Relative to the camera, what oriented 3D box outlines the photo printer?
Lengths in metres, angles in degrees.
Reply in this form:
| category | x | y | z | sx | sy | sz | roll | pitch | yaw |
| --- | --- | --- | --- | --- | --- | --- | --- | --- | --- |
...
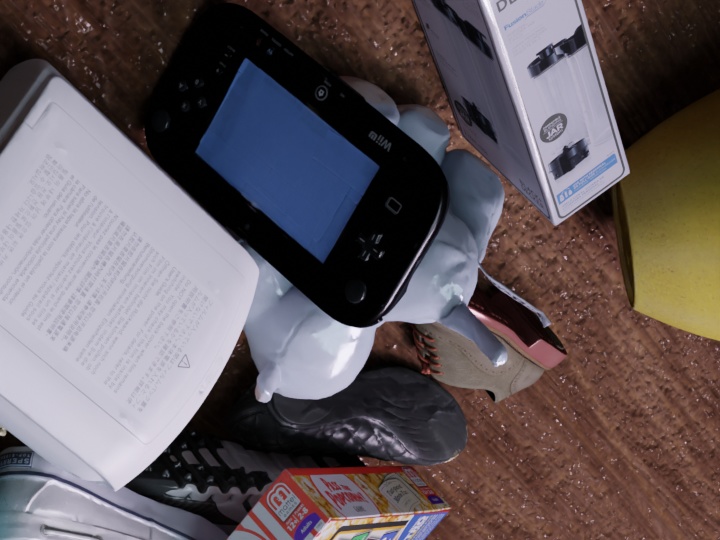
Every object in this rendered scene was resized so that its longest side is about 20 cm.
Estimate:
| category | x | y | z | sx | sy | sz | roll | pitch | yaw |
| --- | --- | --- | --- | --- | --- | --- | --- | --- | --- |
| photo printer | -0.154 | 0.011 | 1.036 | 0.200 | 0.069 | 0.167 | 43 | 70 | -32 |

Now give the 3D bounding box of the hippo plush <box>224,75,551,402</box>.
| category | x | y | z | sx | sy | sz | roll | pitch | yaw |
| --- | --- | --- | --- | --- | --- | --- | --- | --- | --- |
| hippo plush | 0.000 | 0.000 | 1.150 | 0.161 | 0.200 | 0.159 | -43 | 174 | 29 |

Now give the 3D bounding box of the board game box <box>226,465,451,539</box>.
| category | x | y | z | sx | sy | sz | roll | pitch | yaw |
| --- | --- | --- | --- | --- | --- | --- | --- | --- | --- |
| board game box | -0.037 | 0.198 | 1.242 | 0.152 | 0.046 | 0.200 | -50 | 159 | 12 |

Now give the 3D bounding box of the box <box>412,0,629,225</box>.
| category | x | y | z | sx | sy | sz | roll | pitch | yaw |
| --- | --- | --- | --- | --- | --- | --- | --- | --- | --- |
| box | 0.086 | -0.136 | 1.121 | 0.060 | 0.117 | 0.201 | -34 | 135 | -8 |

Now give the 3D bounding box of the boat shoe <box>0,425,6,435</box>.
| category | x | y | z | sx | sy | sz | roll | pitch | yaw |
| --- | --- | --- | --- | --- | --- | --- | --- | --- | --- |
| boat shoe | -0.185 | 0.066 | 1.118 | 0.200 | 0.073 | 0.064 | -18 | 128 | -33 |

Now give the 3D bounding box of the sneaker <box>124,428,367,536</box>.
| category | x | y | z | sx | sy | sz | roll | pitch | yaw |
| --- | --- | --- | --- | --- | --- | --- | --- | --- | --- |
| sneaker | -0.086 | 0.159 | 1.264 | 0.199 | 0.066 | 0.091 | 8 | 116 | -42 |

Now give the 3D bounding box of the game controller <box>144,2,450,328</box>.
| category | x | y | z | sx | sy | sz | roll | pitch | yaw |
| --- | --- | --- | --- | --- | --- | --- | --- | --- | --- |
| game controller | -0.037 | -0.060 | 1.037 | 0.042 | 0.200 | 0.105 | -9 | 133 | -52 |

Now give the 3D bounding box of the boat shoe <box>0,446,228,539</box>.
| category | x | y | z | sx | sy | sz | roll | pitch | yaw |
| --- | --- | --- | --- | --- | --- | --- | --- | --- | --- |
| boat shoe | -0.150 | 0.182 | 1.168 | 0.074 | 0.087 | 0.202 | -9 | 150 | 32 |

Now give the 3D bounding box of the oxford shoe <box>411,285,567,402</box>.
| category | x | y | z | sx | sy | sz | roll | pitch | yaw |
| --- | --- | --- | --- | --- | --- | --- | --- | --- | --- |
| oxford shoe | 0.063 | 0.044 | 1.280 | 0.075 | 0.071 | 0.199 | -47 | 136 | 13 |

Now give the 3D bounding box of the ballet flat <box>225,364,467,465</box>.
| category | x | y | z | sx | sy | sz | roll | pitch | yaw |
| --- | --- | --- | --- | --- | --- | --- | --- | --- | --- |
| ballet flat | -0.004 | 0.098 | 1.297 | 0.199 | 0.067 | 0.057 | 12 | 156 | -40 |

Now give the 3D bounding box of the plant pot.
| category | x | y | z | sx | sy | sz | roll | pitch | yaw |
| --- | --- | --- | --- | --- | --- | --- | --- | --- | --- |
| plant pot | 0.246 | -0.034 | 1.284 | 0.141 | 0.201 | 0.201 | -8 | 132 | 2 |
